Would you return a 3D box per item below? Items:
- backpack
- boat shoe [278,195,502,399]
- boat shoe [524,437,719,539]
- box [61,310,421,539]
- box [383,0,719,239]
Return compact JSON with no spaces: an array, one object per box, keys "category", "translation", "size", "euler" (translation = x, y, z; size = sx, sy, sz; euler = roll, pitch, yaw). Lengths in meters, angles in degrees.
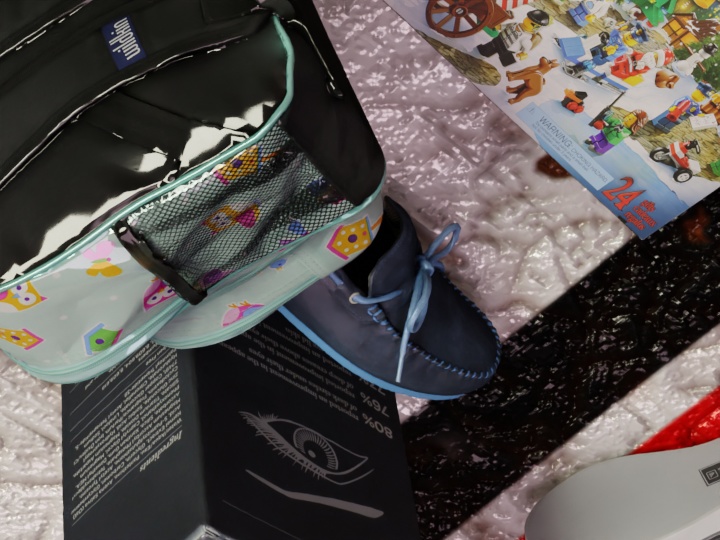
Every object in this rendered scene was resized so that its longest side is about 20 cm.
[{"category":"backpack","translation":[-0.101,-0.051,0.890],"size":[0.200,0.176,0.153],"euler":[-29,145,6]},{"category":"boat shoe","translation":[0.000,0.000,1.013],"size":[0.200,0.084,0.069],"euler":[30,133,-31]},{"category":"boat shoe","translation":[0.191,0.132,1.164],"size":[0.200,0.069,0.057],"euler":[-19,131,7]},{"category":"box","translation":[-0.058,0.109,1.023],"size":[0.148,0.200,0.104],"euler":[32,120,-30]},{"category":"box","translation":[0.121,-0.115,0.959],"size":[0.137,0.038,0.200],"euler":[-36,126,23]}]
